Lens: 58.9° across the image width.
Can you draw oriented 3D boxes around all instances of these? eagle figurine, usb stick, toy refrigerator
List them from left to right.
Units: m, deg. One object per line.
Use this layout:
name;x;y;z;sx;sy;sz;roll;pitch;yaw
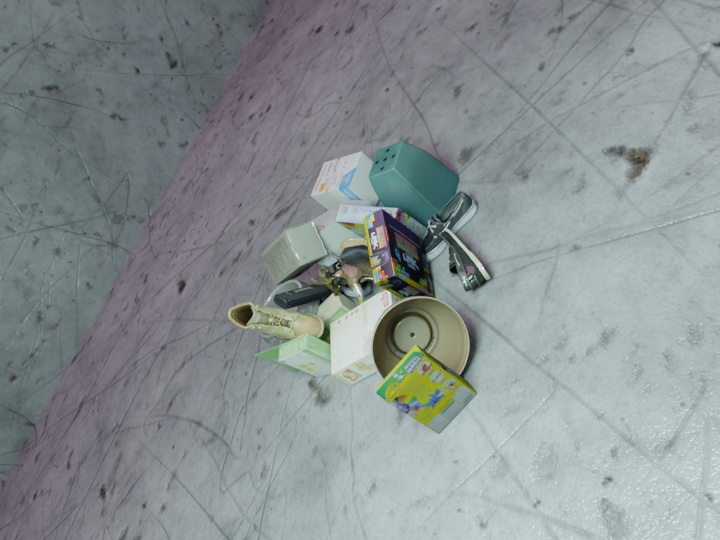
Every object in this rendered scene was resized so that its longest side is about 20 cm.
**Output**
usb stick;-0.139;0.061;1.593;0.055;0.199;0.033;26;111;26
toy refrigerator;-0.099;0.154;1.659;0.200;0.076;0.070;-44;35;14
eagle figurine;0.003;0.007;1.560;0.198;0.152;0.152;-21;14;19

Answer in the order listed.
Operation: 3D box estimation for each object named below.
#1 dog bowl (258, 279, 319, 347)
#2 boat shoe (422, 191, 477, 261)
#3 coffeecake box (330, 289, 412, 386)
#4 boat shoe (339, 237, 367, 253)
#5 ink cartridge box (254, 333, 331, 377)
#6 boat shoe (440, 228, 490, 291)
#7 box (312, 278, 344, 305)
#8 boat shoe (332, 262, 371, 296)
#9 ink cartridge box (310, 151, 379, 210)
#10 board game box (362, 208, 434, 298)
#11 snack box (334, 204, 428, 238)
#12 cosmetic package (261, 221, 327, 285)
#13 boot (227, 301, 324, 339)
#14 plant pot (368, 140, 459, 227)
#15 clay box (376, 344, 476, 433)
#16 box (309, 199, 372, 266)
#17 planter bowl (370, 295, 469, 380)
dog bowl;-0.197;0.113;1.699;0.199;0.058;0.202;-33;37;30
boat shoe;0.193;-0.106;1.542;0.200;0.068;0.072;-46;34;13
coffeecake box;0.023;0.156;1.510;0.199;0.073;0.155;-34;39;27
boat shoe;0.033;-0.060;1.628;0.198;0.070;0.074;10;53;24
ink cartridge box;-0.152;0.226;1.594;0.199;0.145;0.048;-26;49;35
boat shoe;0.219;-0.029;1.438;0.067;0.072;0.201;-41;38;11
box;-0.136;0.099;1.756;0.199;0.070;0.065;-37;37;24
boat shoe;-0.029;0.003;1.698;0.073;0.069;0.200;-19;29;-9
ink cartridge box;-0.042;-0.250;1.903;0.199;0.125;0.130;-5;56;47
board game box;0.090;-0.024;1.440;0.056;0.199;0.167;-21;63;25
snack box;0.053;-0.115;1.621;0.199;0.142;0.054;9;79;42
cosmetic package;-0.178;-0.043;1.684;0.087;0.104;0.200;-23;-4;-30
boot;-0.202;0.122;1.532;0.198;0.155;0.074;8;82;31
plant pot;0.125;-0.223;1.610;0.140;0.200;0.143;-11;51;44
clay box;0.121;0.224;1.219;0.115;0.200;0.048;-48;34;6
box;-0.062;-0.107;1.750;0.199;0.098;0.124;-34;25;-28
planter bowl;0.115;0.146;1.330;0.201;0.200;0.135;-52;7;2
